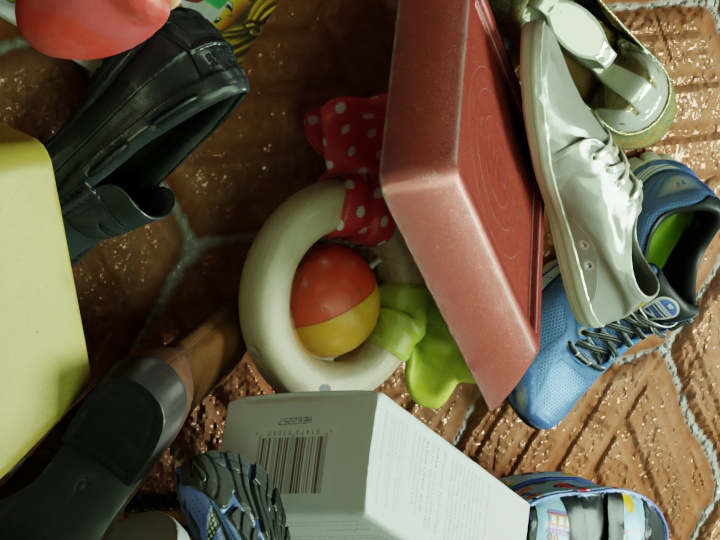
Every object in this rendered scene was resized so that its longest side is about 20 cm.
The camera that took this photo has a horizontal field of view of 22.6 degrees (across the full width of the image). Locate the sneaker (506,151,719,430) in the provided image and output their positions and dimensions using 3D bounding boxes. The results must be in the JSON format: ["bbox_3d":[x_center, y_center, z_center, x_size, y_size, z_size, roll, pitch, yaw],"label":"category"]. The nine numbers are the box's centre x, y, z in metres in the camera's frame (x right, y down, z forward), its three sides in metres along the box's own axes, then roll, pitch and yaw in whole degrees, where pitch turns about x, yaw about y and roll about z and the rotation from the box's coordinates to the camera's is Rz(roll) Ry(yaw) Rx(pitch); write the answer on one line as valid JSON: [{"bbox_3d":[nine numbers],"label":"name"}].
[{"bbox_3d":[0.165,0.019,1.171,0.078,0.089,0.201,31,93,-35],"label":"sneaker"}]

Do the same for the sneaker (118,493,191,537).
[{"bbox_3d":[-0.161,0.182,1.054,0.199,0.078,0.083,8,107,-32],"label":"sneaker"}]

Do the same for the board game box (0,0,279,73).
[{"bbox_3d":[-0.133,-0.173,0.947,0.199,0.035,0.127,30,94,-36],"label":"board game box"}]

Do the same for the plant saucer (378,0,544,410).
[{"bbox_3d":[0.066,-0.059,1.009,0.036,0.201,0.200,-9,138,18],"label":"plant saucer"}]

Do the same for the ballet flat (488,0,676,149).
[{"bbox_3d":[0.145,-0.130,1.111,0.200,0.071,0.071,38,89,-36],"label":"ballet flat"}]

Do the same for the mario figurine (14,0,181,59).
[{"bbox_3d":[-0.118,-0.198,0.894,0.123,0.106,0.201,27,83,0],"label":"mario figurine"}]

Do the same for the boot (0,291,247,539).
[{"bbox_3d":[-0.142,0.101,0.987,0.068,0.200,0.189,33,105,2],"label":"boot"}]

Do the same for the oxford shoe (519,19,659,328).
[{"bbox_3d":[0.136,-0.058,1.070,0.057,0.075,0.201,-10,115,19],"label":"oxford shoe"}]

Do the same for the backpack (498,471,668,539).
[{"bbox_3d":[0.107,0.219,1.192,0.181,0.134,0.201,0,111,-30],"label":"backpack"}]

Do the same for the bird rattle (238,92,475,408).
[{"bbox_3d":[0.000,0.000,1.035,0.163,0.112,0.201,-37,130,-32],"label":"bird rattle"}]

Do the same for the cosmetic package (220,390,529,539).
[{"bbox_3d":[0.012,0.136,1.030,0.200,0.101,0.075,39,53,-53],"label":"cosmetic package"}]

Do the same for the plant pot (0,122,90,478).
[{"bbox_3d":[-0.247,0.011,0.873,0.176,0.199,0.201,-25,122,-33],"label":"plant pot"}]

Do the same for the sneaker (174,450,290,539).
[{"bbox_3d":[-0.070,0.175,0.931,0.078,0.076,0.201,-10,127,2],"label":"sneaker"}]

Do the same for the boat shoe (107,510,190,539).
[{"bbox_3d":[-0.157,0.220,0.981,0.200,0.071,0.064,-49,130,-6],"label":"boat shoe"}]

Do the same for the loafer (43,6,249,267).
[{"bbox_3d":[-0.133,-0.048,0.947,0.201,0.070,0.068,-49,160,23],"label":"loafer"}]
